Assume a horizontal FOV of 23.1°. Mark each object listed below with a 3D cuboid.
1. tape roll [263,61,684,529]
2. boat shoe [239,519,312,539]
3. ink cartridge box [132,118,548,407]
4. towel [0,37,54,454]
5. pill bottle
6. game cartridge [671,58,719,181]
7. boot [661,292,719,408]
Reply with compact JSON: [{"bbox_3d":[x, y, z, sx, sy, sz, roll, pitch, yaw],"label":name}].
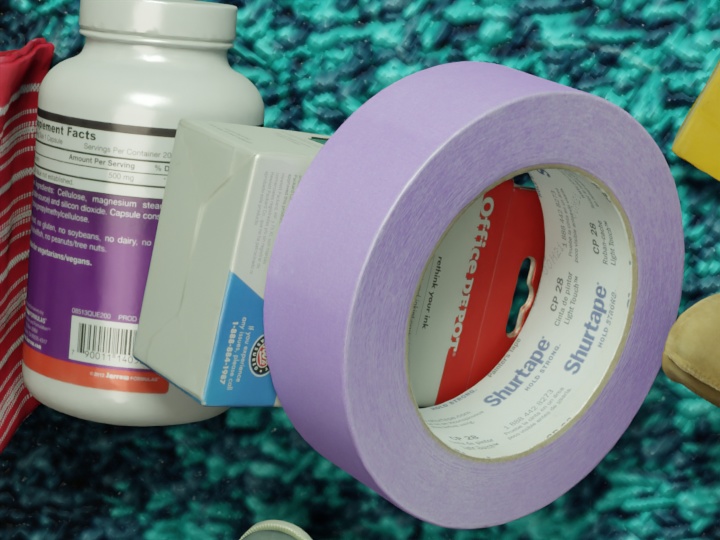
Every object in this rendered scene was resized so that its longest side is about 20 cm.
[{"bbox_3d":[0.055,0.011,0.796,0.065,0.198,0.203,25,106,48],"label":"tape roll"},{"bbox_3d":[-0.052,0.224,0.848,0.072,0.062,0.203,8,93,16],"label":"boat shoe"},{"bbox_3d":[0.000,0.000,0.838,0.067,0.198,0.118,25,106,48],"label":"ink cartridge box"},{"bbox_3d":[-0.174,-0.011,0.871,0.022,0.145,0.203,3,99,-1],"label":"towel"},{"bbox_3d":[-0.106,-0.032,0.867,0.111,0.112,0.203,7,99,11],"label":"pill bottle"},{"bbox_3d":[0.251,-0.080,0.767,0.175,0.033,0.201,31,138,6],"label":"game cartridge"},{"bbox_3d":[0.262,0.063,0.779,0.200,0.174,0.067,34,116,51],"label":"boot"}]
